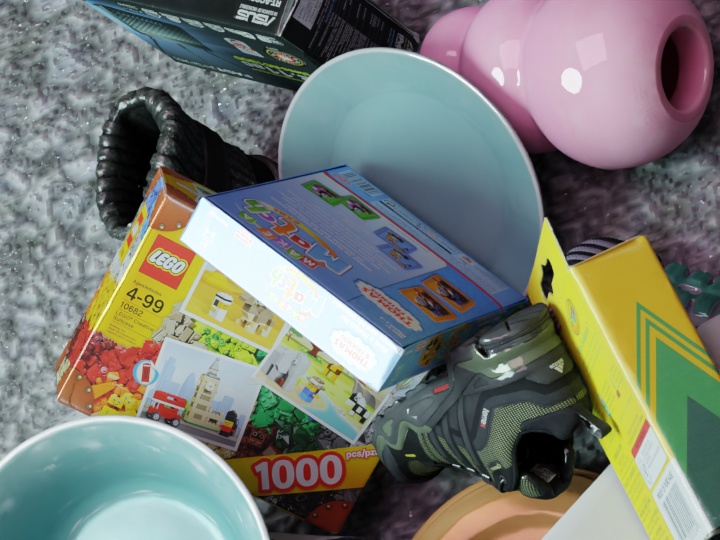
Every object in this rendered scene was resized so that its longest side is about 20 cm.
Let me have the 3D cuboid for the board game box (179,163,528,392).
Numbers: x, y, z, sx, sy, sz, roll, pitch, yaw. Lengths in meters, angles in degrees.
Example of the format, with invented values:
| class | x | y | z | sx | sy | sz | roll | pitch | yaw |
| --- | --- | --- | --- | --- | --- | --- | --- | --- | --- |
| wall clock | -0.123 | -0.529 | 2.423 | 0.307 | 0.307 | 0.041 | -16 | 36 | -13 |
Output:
| class | x | y | z | sx | sy | sz | roll | pitch | yaw |
| --- | --- | --- | --- | --- | --- | --- | --- | --- | --- |
| board game box | 0.000 | 0.000 | 1.580 | 0.151 | 0.200 | 0.037 | 37 | 110 | 15 |

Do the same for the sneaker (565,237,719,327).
| class | x | y | z | sx | sy | sz | roll | pitch | yaw |
| --- | --- | --- | --- | --- | --- | --- | --- | --- | --- |
| sneaker | 0.209 | 0.051 | 1.587 | 0.200 | 0.074 | 0.088 | 23 | 122 | 25 |

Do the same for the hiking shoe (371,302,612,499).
| class | x | y | z | sx | sy | sz | roll | pitch | yaw |
| --- | --- | --- | --- | --- | --- | --- | --- | --- | --- |
| hiking shoe | 0.074 | 0.101 | 1.562 | 0.101 | 0.076 | 0.200 | 58 | 150 | 10 |

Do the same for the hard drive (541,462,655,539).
| class | x | y | z | sx | sy | sz | roll | pitch | yaw |
| --- | --- | --- | --- | --- | --- | --- | --- | --- | --- |
| hard drive | 0.135 | 0.217 | 1.501 | 0.132 | 0.026 | 0.200 | 40 | 63 | 11 |

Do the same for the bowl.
| class | x | y | z | sx | sy | sz | roll | pitch | yaw |
| --- | --- | --- | --- | --- | --- | --- | --- | --- | --- |
| bowl | -0.140 | 0.190 | 1.600 | 0.200 | 0.105 | 0.202 | -1 | 83 | 9 |

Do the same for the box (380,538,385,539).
| class | x | y | z | sx | sy | sz | roll | pitch | yaw |
| --- | --- | --- | --- | --- | --- | --- | --- | --- | --- |
| box | 0.021 | 0.284 | 1.553 | 0.200 | 0.043 | 0.160 | 53 | 132 | 17 |

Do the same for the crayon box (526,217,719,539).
| class | x | y | z | sx | sy | sz | roll | pitch | yaw |
| --- | --- | --- | --- | --- | --- | --- | --- | --- | --- |
| crayon box | 0.161 | 0.067 | 1.486 | 0.051 | 0.127 | 0.200 | -24 | 73 | -10 |

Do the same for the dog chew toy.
| class | x | y | z | sx | sy | sz | roll | pitch | yaw |
| --- | --- | --- | --- | --- | --- | --- | --- | --- | --- |
| dog chew toy | 0.120 | -0.127 | 1.656 | 0.199 | 0.124 | 0.125 | 5 | 76 | 40 |

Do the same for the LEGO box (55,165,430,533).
| class | x | y | z | sx | sy | sz | roll | pitch | yaw |
| --- | --- | --- | --- | --- | --- | --- | --- | --- | --- |
| LEGO box | -0.070 | 0.050 | 1.646 | 0.149 | 0.200 | 0.077 | -61 | 14 | 11 |

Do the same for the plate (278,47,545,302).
| class | x | y | z | sx | sy | sz | roll | pitch | yaw |
| --- | --- | --- | --- | --- | --- | --- | --- | --- | --- |
| plate | 0.035 | -0.049 | 1.679 | 0.200 | 0.026 | 0.201 | 17 | 122 | 29 |

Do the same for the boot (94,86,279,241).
| class | x | y | z | sx | sy | sz | roll | pitch | yaw |
| --- | --- | --- | --- | --- | --- | --- | --- | --- | --- |
| boot | -0.093 | -0.006 | 1.713 | 0.079 | 0.158 | 0.212 | -30 | 61 | 19 |

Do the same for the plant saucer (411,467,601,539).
| class | x | y | z | sx | sy | sz | roll | pitch | yaw |
| --- | --- | --- | --- | --- | --- | --- | --- | --- | --- |
| plant saucer | 0.106 | 0.211 | 1.571 | 0.199 | 0.037 | 0.201 | -6 | 69 | 15 |

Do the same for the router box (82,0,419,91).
| class | x | y | z | sx | sy | sz | roll | pitch | yaw |
| --- | --- | --- | --- | --- | --- | --- | --- | --- | --- |
| router box | -0.082 | -0.174 | 1.767 | 0.199 | 0.150 | 0.062 | 17 | 83 | 34 |

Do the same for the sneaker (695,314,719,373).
| class | x | y | z | sx | sy | sz | roll | pitch | yaw |
| --- | --- | --- | --- | --- | --- | --- | --- | --- | --- |
| sneaker | 0.246 | 0.112 | 1.506 | 0.071 | 0.073 | 0.201 | -20 | 92 | 49 |

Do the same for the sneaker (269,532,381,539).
| class | x | y | z | sx | sy | sz | roll | pitch | yaw |
| --- | --- | --- | --- | --- | --- | --- | --- | --- | --- |
| sneaker | -0.024 | 0.204 | 1.665 | 0.199 | 0.072 | 0.072 | 7 | 73 | 17 |
